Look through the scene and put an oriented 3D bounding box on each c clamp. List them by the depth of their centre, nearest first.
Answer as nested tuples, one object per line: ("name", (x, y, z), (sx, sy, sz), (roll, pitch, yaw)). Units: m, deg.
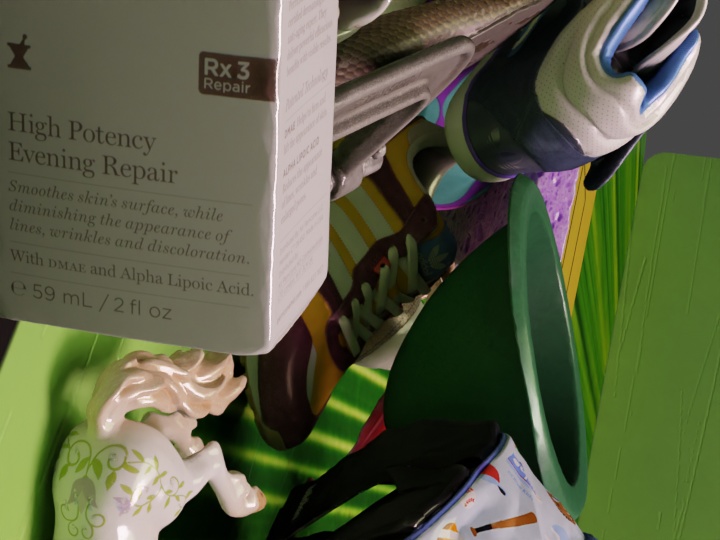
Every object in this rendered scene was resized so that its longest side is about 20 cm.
("c clamp", (-0.026, -0.037, 0.743), (0.027, 0.171, 0.200), (54, 29, 4))

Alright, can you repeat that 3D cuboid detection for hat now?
("hat", (0.017, 0.060, 0.896), (0.166, 0.175, 0.201), (-70, 149, -61))

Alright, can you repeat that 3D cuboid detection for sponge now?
("sponge", (0.081, -0.054, 1.123), (0.200, 0.030, 0.112), (170, -68, -69))

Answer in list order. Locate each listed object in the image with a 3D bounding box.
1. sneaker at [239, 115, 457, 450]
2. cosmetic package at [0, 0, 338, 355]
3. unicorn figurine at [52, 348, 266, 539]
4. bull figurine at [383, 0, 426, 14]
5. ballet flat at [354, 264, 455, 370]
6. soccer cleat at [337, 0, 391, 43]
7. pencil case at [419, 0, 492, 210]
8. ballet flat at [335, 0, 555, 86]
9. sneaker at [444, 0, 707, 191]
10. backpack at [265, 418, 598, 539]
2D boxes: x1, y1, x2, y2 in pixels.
("sneaker", (0.000, 0.000, 0.890), (0.075, 0.090, 0.201), (74, 25, -57))
("cosmetic package", (-0.061, -0.082, 0.557), (0.074, 0.101, 0.201), (-55, 149, -64))
("unicorn figurine", (-0.089, 0.126, 0.654), (0.137, 0.073, 0.201), (12, 72, -68))
("bull figurine", (0.018, -0.188, 0.848), (0.200, 0.065, 0.122), (117, -31, -51))
("ballet flat", (0.020, 0.019, 1.013), (0.067, 0.068, 0.200), (52, 25, -6))
("soccer cleat", (-0.020, -0.131, 0.740), (0.200, 0.086, 0.070), (-65, 159, -54))
("pencil case", (0.040, -0.126, 1.010), (0.092, 0.085, 0.201), (-34, 145, -21))
("ballet flat", (0.026, -0.111, 0.815), (0.200, 0.046, 0.067), (-30, 173, -41))
("sneaker", (0.136, -0.131, 0.907), (0.081, 0.146, 0.200), (46, 55, -20))
("backpack", (0.018, 0.166, 0.787), (0.191, 0.154, 0.200), (-49, 179, 32))
